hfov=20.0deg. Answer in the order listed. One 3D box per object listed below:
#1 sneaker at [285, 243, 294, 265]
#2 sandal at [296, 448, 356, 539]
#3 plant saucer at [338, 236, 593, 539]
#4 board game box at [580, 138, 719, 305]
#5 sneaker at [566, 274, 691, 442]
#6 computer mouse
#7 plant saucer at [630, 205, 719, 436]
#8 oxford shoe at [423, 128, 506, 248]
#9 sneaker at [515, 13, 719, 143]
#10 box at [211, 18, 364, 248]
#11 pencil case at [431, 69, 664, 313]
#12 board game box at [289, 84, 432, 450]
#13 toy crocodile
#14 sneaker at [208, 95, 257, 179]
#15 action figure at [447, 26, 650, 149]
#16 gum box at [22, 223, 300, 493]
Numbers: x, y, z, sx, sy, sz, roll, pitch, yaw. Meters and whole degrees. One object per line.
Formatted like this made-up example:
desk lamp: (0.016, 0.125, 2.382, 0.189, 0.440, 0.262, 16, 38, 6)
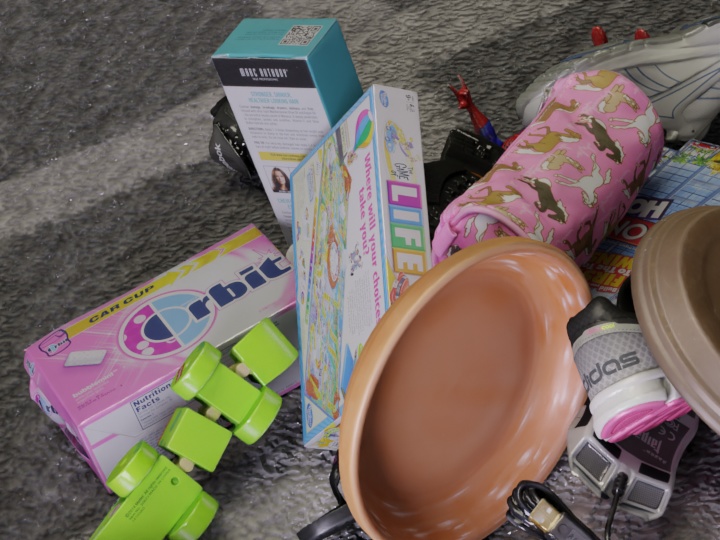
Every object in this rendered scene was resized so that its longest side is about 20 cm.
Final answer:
sneaker: (0.005, 0.022, 1.404, 0.072, 0.072, 0.200, -32, 34, -27)
sandal: (0.031, 0.106, 1.273, 0.200, 0.048, 0.075, -34, -4, -28)
plant saucer: (0.059, 0.071, 1.192, 0.200, 0.201, 0.037, -39, 44, -25)
board game box: (0.171, -0.010, 1.369, 0.200, 0.062, 0.200, 19, 50, 43)
sneaker: (0.197, 0.035, 1.219, 0.199, 0.088, 0.074, -16, -17, -39)
computer mouse: (0.153, 0.118, 1.203, 0.109, 0.044, 0.200, 32, 37, 0)
plant saucer: (0.247, 0.036, 1.180, 0.199, 0.030, 0.201, 19, 44, -19)
oxford shoe: (0.063, -0.032, 1.396, 0.072, 0.085, 0.200, 29, 18, 5)
sneaker: (0.209, -0.127, 1.464, 0.199, 0.088, 0.075, -14, 6, -9)
box: (-0.030, -0.083, 1.451, 0.082, 0.201, 0.049, 5, 42, 32)
pencil case: (0.121, -0.050, 1.303, 0.086, 0.083, 0.200, 8, 37, 29)
board game box: (0.000, 0.000, 1.322, 0.034, 0.134, 0.201, 8, 64, -25)
toy crocodile: (-0.110, 0.114, 1.323, 0.200, 0.067, 0.062, -57, 11, -14)
sneaker: (-0.073, -0.098, 1.620, 0.090, 0.067, 0.200, -25, 31, -1)
action figure: (0.140, -0.136, 1.531, 0.065, 0.099, 0.200, 7, 45, 41)
gum box: (-0.128, 0.061, 1.423, 0.199, 0.066, 0.113, -29, 36, -13)
